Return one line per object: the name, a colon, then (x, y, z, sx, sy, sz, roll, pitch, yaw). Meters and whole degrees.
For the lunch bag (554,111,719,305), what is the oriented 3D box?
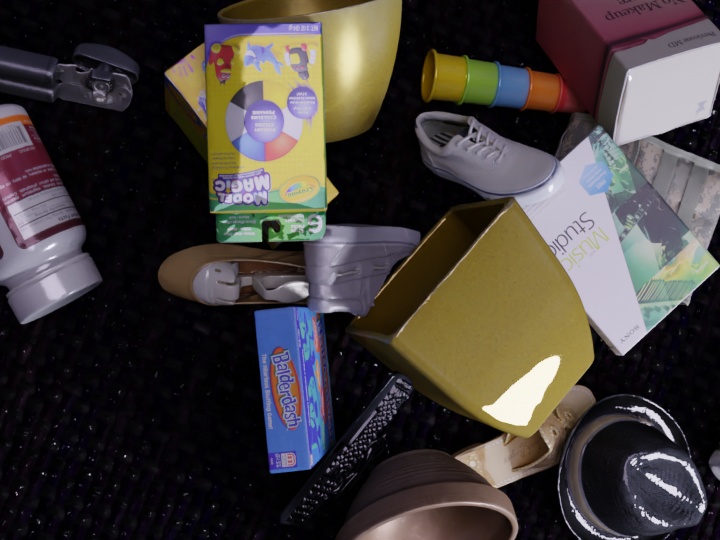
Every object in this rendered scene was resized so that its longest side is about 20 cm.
lunch bag: (0.300, -0.072, 1.230, 0.197, 0.118, 0.167, 22, 87, 0)

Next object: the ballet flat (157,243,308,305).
ballet flat: (-0.120, 0.009, 1.164, 0.196, 0.063, 0.070, -3, 118, -11)

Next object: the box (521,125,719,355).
box: (0.266, -0.032, 1.152, 0.144, 0.036, 0.201, -41, 89, 0)

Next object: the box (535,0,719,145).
box: (0.295, -0.256, 1.194, 0.126, 0.110, 0.202, -17, 51, -11)

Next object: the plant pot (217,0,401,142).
plant pot: (-0.045, -0.220, 1.153, 0.196, 0.200, 0.145, -13, 113, -11)

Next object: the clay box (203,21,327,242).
clay box: (-0.089, -0.129, 1.021, 0.112, 0.048, 0.205, -2, 91, -2)

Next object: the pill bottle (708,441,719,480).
pill bottle: (0.505, 0.177, 1.251, 0.112, 0.112, 0.201, 38, 81, -6)

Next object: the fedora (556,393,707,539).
fedora: (0.318, 0.238, 1.199, 0.197, 0.091, 0.205, -2, 95, -25)

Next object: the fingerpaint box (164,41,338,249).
fingerpaint box: (-0.118, -0.129, 1.129, 0.073, 0.167, 0.201, -38, 93, -10)

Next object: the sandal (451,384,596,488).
sandal: (0.192, 0.200, 1.213, 0.209, 0.070, 0.079, -26, 91, -11)

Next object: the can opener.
can opener: (-0.340, -0.220, 1.162, 0.196, 0.054, 0.068, 11, 52, -9)

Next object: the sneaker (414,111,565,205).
sneaker: (0.130, -0.124, 1.160, 0.074, 0.198, 0.071, -54, 134, -16)

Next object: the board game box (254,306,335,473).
board game box: (-0.064, 0.116, 1.105, 0.044, 0.200, 0.156, -6, 88, 5)

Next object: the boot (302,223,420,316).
boot: (0.000, 0.000, 1.151, 0.072, 0.199, 0.098, 5, 94, 33)

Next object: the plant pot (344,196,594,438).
plant pot: (0.134, 0.065, 1.158, 0.200, 0.194, 0.196, 44, 80, -11)

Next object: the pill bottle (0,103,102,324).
pill bottle: (-0.353, -0.057, 1.107, 0.113, 0.114, 0.203, -27, 92, -11)

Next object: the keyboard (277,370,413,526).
keyboard: (-0.002, 0.200, 1.149, 0.040, 0.104, 0.201, 40, 92, 20)

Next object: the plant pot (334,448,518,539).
plant pot: (0.063, 0.258, 1.151, 0.197, 0.203, 0.094, -6, 51, -11)

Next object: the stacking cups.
stacking cups: (0.171, -0.218, 1.244, 0.196, 0.060, 0.062, 3, 86, -12)
